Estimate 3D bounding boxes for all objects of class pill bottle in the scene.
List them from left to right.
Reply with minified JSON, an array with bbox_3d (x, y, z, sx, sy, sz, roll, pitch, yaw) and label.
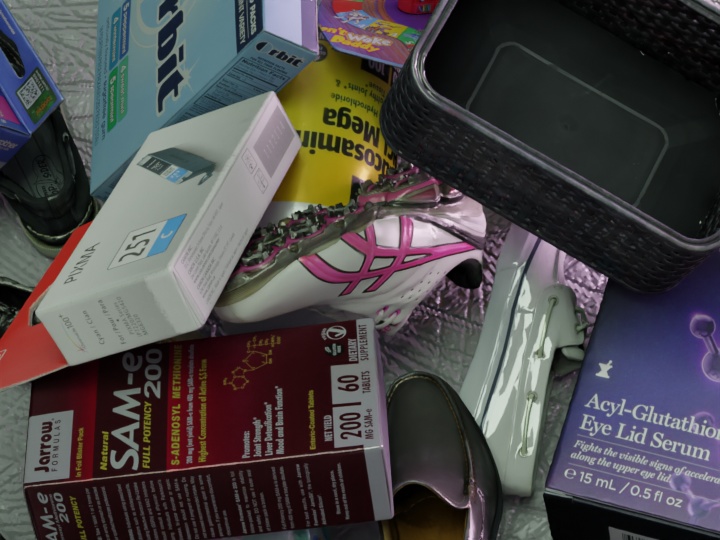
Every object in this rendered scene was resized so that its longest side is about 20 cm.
[{"bbox_3d":[-0.034,-0.052,1.538,0.112,0.113,0.201,1,65,9],"label":"pill bottle"}]

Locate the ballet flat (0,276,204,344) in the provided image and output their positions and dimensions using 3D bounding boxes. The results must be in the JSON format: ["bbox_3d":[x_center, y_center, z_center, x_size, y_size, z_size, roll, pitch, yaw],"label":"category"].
[{"bbox_3d":[-0.189,0.042,1.548,0.199,0.057,0.067,10,67,13],"label":"ballet flat"}]

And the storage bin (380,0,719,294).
[{"bbox_3d":[0.127,-0.095,1.385,0.199,0.094,0.136,29,71,-1],"label":"storage bin"}]

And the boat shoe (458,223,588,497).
[{"bbox_3d":[0.108,0.043,1.500,0.066,0.074,0.201,16,81,13],"label":"boat shoe"}]

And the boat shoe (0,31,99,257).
[{"bbox_3d":[-0.234,-0.101,1.619,0.074,0.066,0.200,-24,63,-3],"label":"boat shoe"}]

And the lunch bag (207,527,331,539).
[{"bbox_3d":[-0.100,0.165,1.438,0.169,0.122,0.201,-9,62,5],"label":"lunch bag"}]

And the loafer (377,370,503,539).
[{"bbox_3d":[0.042,0.135,1.397,0.072,0.072,0.201,-18,52,9],"label":"loafer"}]

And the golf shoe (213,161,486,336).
[{"bbox_3d":[0.000,0.000,1.435,0.199,0.072,0.093,-23,102,-35],"label":"golf shoe"}]

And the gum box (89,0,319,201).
[{"bbox_3d":[-0.101,-0.157,1.556,0.044,0.200,0.171,21,50,-30],"label":"gum box"}]

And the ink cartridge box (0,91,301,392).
[{"bbox_3d":[-0.140,-0.014,1.427,0.175,0.045,0.200,-18,25,27],"label":"ink cartridge box"}]

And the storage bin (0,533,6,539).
[{"bbox_3d":[-0.253,0.245,1.441,0.135,0.094,0.201,-22,62,-2],"label":"storage bin"}]

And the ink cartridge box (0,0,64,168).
[{"bbox_3d":[-0.290,-0.088,1.591,0.200,0.042,0.120,-42,63,17],"label":"ink cartridge box"}]

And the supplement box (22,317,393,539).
[{"bbox_3d":[-0.084,0.093,1.382,0.199,0.061,0.109,-7,41,3],"label":"supplement box"}]

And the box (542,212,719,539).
[{"bbox_3d":[0.205,0.076,1.444,0.147,0.104,0.201,12,67,15],"label":"box"}]

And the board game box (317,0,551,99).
[{"bbox_3d":[0.073,-0.166,1.509,0.199,0.039,0.158,16,33,20],"label":"board game box"}]
